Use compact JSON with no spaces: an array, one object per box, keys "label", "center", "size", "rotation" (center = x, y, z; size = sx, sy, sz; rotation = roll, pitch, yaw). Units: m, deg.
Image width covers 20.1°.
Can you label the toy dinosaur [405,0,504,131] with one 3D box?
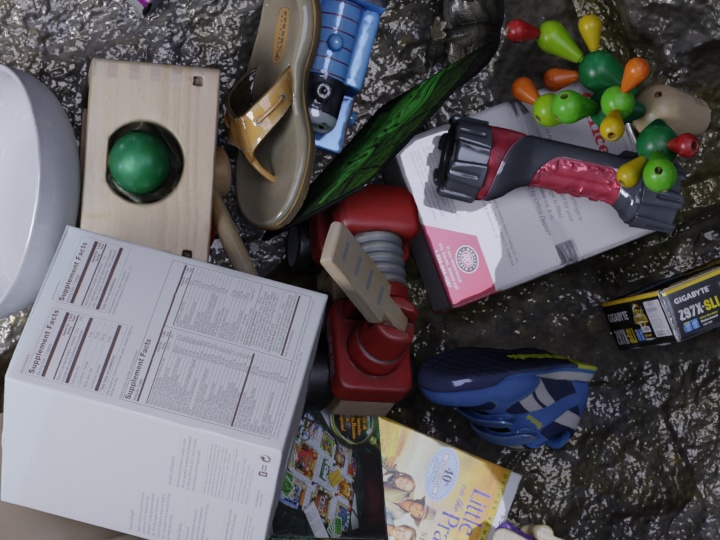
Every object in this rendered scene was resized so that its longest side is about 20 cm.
[{"label":"toy dinosaur","center":[0.090,-0.212,1.709],"size":[0.102,0.077,0.202],"rotation":[-7,100,-43]}]

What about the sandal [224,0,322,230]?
[{"label":"sandal","center":[-0.075,-0.133,1.595],"size":[0.054,0.080,0.202],"rotation":[9,86,-44]}]

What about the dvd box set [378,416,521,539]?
[{"label":"dvd box set","center":[0.018,0.199,1.681],"size":[0.198,0.029,0.148],"rotation":[24,80,-7]}]

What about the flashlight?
[{"label":"flashlight","center":[0.161,-0.072,1.632],"size":[0.198,0.068,0.068],"rotation":[13,109,-10]}]

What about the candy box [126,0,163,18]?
[{"label":"candy box","center":[-0.157,-0.330,1.687],"size":[0.136,0.061,0.200],"rotation":[44,80,-3]}]

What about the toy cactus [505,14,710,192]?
[{"label":"toy cactus","center":[0.216,-0.139,1.626],"size":[0.164,0.200,0.103],"rotation":[3,120,-39]}]

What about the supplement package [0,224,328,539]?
[{"label":"supplement package","center":[-0.143,0.092,1.475],"size":[0.198,0.152,0.152],"rotation":[15,49,1]}]

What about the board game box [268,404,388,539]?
[{"label":"board game box","center":[-0.035,0.122,1.644],"size":[0.104,0.023,0.202],"rotation":[4,64,-16]}]

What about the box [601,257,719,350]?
[{"label":"box","center":[0.317,0.009,1.687],"size":[0.198,0.160,0.050],"rotation":[-21,87,-10]}]

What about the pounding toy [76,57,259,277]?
[{"label":"pounding toy","center":[-0.149,-0.059,1.590],"size":[0.141,0.200,0.186],"rotation":[4,84,-10]}]

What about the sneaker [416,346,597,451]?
[{"label":"sneaker","center":[0.120,0.108,1.650],"size":[0.199,0.074,0.083],"rotation":[5,101,-46]}]

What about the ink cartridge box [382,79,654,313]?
[{"label":"ink cartridge box","center":[0.134,-0.067,1.700],"size":[0.198,0.085,0.147],"rotation":[-20,88,-10]}]

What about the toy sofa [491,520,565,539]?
[{"label":"toy sofa","center":[0.125,0.308,1.663],"size":[0.097,0.083,0.202],"rotation":[17,82,-3]}]

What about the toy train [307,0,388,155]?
[{"label":"toy train","center":[-0.026,-0.193,1.669],"size":[0.086,0.114,0.202],"rotation":[17,81,-7]}]

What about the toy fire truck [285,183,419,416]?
[{"label":"toy fire truck","center":[0.000,0.000,1.587],"size":[0.127,0.200,0.178],"rotation":[5,63,-18]}]

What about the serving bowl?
[{"label":"serving bowl","center":[-0.270,-0.058,1.586],"size":[0.065,0.199,0.202],"rotation":[5,83,-35]}]

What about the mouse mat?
[{"label":"mouse mat","center":[0.013,-0.103,1.614],"size":[0.008,0.160,0.200],"rotation":[50,52,-11]}]

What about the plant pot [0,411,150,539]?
[{"label":"plant pot","center":[-0.240,0.202,1.568],"size":[0.199,0.200,0.175],"rotation":[-24,73,-11]}]
